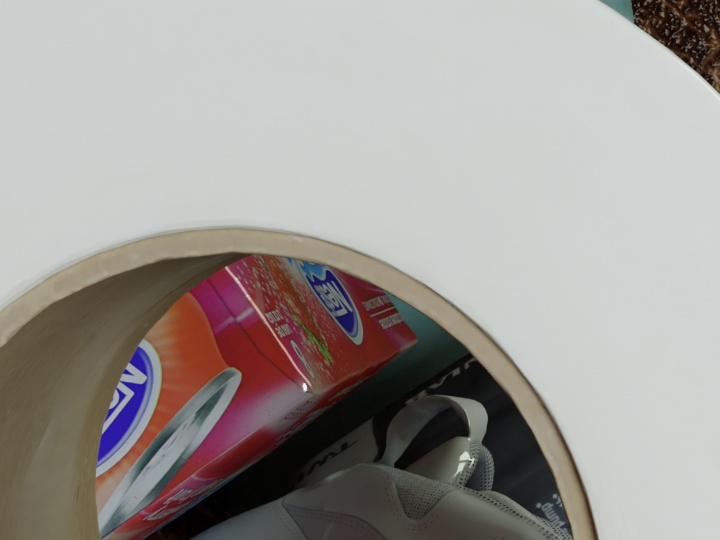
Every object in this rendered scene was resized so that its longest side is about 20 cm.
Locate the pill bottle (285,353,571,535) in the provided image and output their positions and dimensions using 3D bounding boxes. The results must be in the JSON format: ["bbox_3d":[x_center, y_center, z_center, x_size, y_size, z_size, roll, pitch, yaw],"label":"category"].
[{"bbox_3d":[0.052,0.069,0.746,0.106,0.200,0.106,55,7,-11],"label":"pill bottle"}]

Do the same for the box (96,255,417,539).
[{"bbox_3d":[-0.061,0.013,0.673,0.096,0.100,0.200,55,7,3],"label":"box"}]

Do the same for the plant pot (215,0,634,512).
[{"bbox_3d":[0.000,0.000,0.867,0.200,0.200,0.134,-12,90,-82],"label":"plant pot"}]

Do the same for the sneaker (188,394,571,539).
[{"bbox_3d":[0.024,0.125,0.643,0.200,0.115,0.075,58,8,26],"label":"sneaker"}]

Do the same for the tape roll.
[{"bbox_3d":[-0.010,0.045,0.459,0.203,0.203,0.139,55,7,3],"label":"tape roll"}]
